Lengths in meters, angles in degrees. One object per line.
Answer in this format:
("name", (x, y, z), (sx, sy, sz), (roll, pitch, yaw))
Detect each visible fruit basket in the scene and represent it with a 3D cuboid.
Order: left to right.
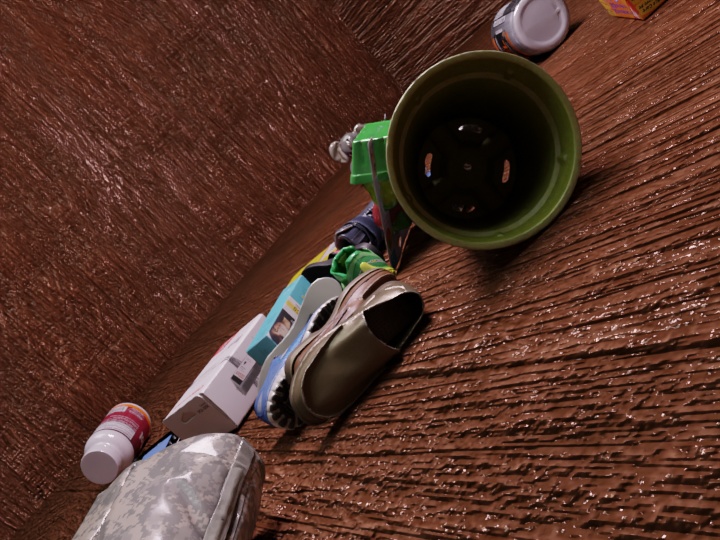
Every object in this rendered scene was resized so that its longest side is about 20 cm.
("fruit basket", (0.052, -0.124, 1.092), (0.093, 0.202, 0.186), (-12, 21, 17))

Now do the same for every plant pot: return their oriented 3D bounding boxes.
("plant pot", (0.129, -0.124, 0.811), (0.200, 0.200, 0.184), (-45, -1, 3))

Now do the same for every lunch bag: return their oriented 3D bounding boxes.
("lunch bag", (-0.171, 0.252, 0.636), (0.168, 0.139, 0.200), (-42, 12, 18))

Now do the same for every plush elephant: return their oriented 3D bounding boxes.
("plush elephant", (0.002, -0.366, 2.158), (0.165, 0.155, 0.200), (-48, 12, -15))

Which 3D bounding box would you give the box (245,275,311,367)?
("box", (-0.107, 0.091, 1.125), (0.049, 0.082, 0.200), (-39, 13, 25))

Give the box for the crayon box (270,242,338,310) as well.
("crayon box", (-0.083, 0.013, 1.395), (0.199, 0.051, 0.127), (-37, 14, 38))

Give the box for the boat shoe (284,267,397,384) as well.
("boat shoe", (-0.004, 0.074, 0.867), (0.068, 0.072, 0.200), (0, 42, 50))

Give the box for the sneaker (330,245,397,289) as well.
("sneaker", (0.000, 0.000, 1.030), (0.074, 0.084, 0.200), (-46, 3, -11))

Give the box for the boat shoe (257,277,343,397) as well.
("boat shoe", (-0.075, 0.109, 1.000), (0.202, 0.069, 0.072), (-63, -17, -14))

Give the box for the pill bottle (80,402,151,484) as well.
("pill bottle", (-0.566, 0.401, 1.643), (0.113, 0.113, 0.200), (-43, 11, 14))

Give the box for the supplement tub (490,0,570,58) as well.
("supplement tub", (0.344, -0.503, 1.473), (0.123, 0.123, 0.200), (-45, 11, 4))

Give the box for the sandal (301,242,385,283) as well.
("sandal", (-0.025, -0.005, 1.204), (0.199, 0.075, 0.045), (-23, 26, 45))

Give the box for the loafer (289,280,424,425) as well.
("loafer", (-0.001, 0.083, 0.779), (0.200, 0.076, 0.067), (-50, 6, -21))

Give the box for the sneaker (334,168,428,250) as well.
("sneaker", (0.035, -0.094, 1.232), (0.203, 0.077, 0.146), (-50, -5, 34))

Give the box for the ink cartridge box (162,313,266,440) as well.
("ink cartridge box", (-0.220, 0.189, 1.193), (0.146, 0.083, 0.201), (-37, 14, 41))

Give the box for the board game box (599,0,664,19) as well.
("board game box", (0.422, -0.531, 1.076), (0.200, 0.200, 0.200), (-42, 12, 18))

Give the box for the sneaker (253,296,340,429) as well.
("sneaker", (-0.074, 0.112, 0.914), (0.089, 0.079, 0.201), (-12, 34, 50))

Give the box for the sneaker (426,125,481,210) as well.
("sneaker", (0.132, -0.144, 1.054), (0.200, 0.079, 0.089), (-51, 15, -26))

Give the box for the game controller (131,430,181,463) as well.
("game controller", (-0.380, 0.352, 1.312), (0.200, 0.042, 0.105), (-39, 13, 34))
